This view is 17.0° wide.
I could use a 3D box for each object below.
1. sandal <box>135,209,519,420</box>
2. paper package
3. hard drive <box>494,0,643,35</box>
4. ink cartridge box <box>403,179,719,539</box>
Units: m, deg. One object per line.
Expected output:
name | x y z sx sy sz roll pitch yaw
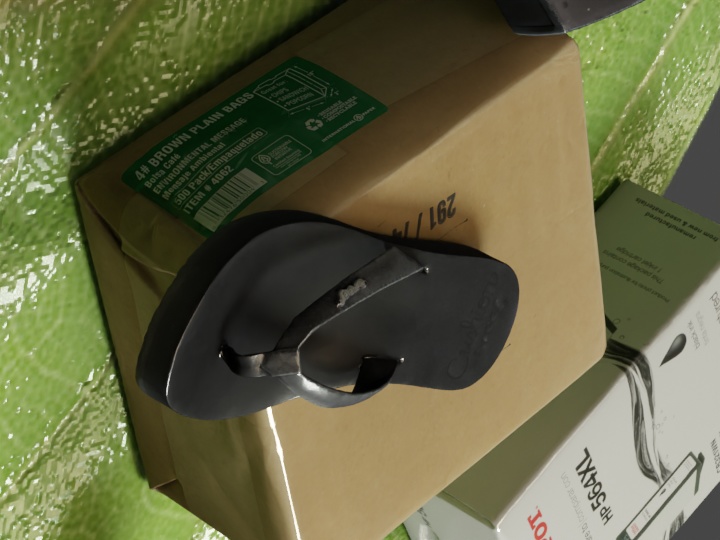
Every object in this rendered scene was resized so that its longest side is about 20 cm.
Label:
sandal | 0.000 0.018 0.894 0.200 0.043 0.076 -5 116 -48
paper package | 0.000 0.000 1.004 0.200 0.103 0.191 -36 136 -29
hard drive | 0.103 -0.180 0.996 0.200 0.042 0.135 -34 93 -39
ink cartridge box | 0.116 0.079 1.213 0.200 0.084 0.146 -47 142 -19
